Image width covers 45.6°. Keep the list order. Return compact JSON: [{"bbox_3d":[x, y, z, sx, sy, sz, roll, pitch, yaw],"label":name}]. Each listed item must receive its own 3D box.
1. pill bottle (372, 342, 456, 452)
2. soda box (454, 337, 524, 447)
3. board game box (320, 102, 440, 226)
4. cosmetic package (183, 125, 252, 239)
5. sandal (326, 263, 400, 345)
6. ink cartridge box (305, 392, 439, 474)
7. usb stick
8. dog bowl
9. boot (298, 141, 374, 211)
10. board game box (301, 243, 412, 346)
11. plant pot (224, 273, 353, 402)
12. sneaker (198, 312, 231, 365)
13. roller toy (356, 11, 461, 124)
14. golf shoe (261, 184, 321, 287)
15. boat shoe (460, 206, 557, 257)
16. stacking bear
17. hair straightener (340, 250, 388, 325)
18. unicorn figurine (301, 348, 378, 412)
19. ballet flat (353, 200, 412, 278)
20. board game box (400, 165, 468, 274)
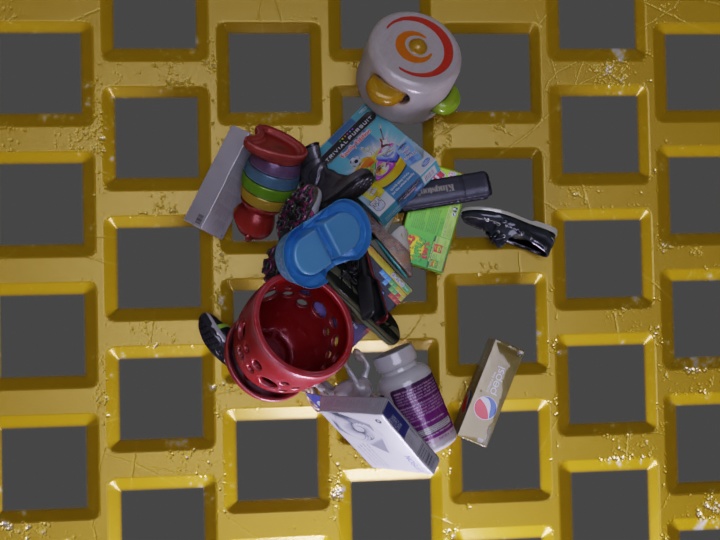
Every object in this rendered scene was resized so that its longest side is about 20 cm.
[{"bbox_3d":[0.098,0.245,1.633,0.112,0.112,0.201,-22,91,-5],"label":"pill bottle"},{"bbox_3d":[0.247,0.234,1.667,0.064,0.068,0.201,22,87,-3],"label":"soda box"},{"bbox_3d":[0.027,-0.204,1.626,0.151,0.047,0.200,-45,64,-4],"label":"board game box"},{"bbox_3d":[-0.254,-0.166,1.625,0.050,0.083,0.201,25,86,26],"label":"cosmetic package"},{"bbox_3d":[-0.007,0.069,1.596,0.057,0.080,0.201,-34,101,33],"label":"sandal"},{"bbox_3d":[0.014,0.296,1.553,0.200,0.199,0.041,52,51,-34],"label":"ink cartridge box"},{"bbox_3d":[0.152,-0.149,1.638,0.199,0.033,0.056,-9,85,-4],"label":"usb stick"},{"bbox_3d":[-0.068,-0.047,1.512,0.200,0.049,0.112,-37,108,-32],"label":"dog bowl"},{"bbox_3d":[-0.064,-0.180,1.580,0.070,0.200,0.132,-15,82,-42],"label":"boot"},{"bbox_3d":[-0.026,0.022,1.656,0.165,0.057,0.200,-44,92,-5],"label":"board game box"},{"bbox_3d":[-0.138,0.126,1.545,0.199,0.182,0.202,14,60,-26],"label":"plant pot"},{"bbox_3d":[-0.225,0.148,1.644,0.200,0.072,0.083,47,57,-1],"label":"sneaker"},{"bbox_3d":[0.089,-0.383,1.606,0.199,0.140,0.183,-8,68,-17],"label":"roller toy"},{"bbox_3d":[-0.111,-0.062,1.581,0.092,0.073,0.201,11,106,-43],"label":"golf shoe"},{"bbox_3d":[0.286,-0.071,1.675,0.198,0.074,0.067,16,76,-13],"label":"boat shoe"},{"bbox_3d":[-0.179,-0.150,1.599,0.113,0.122,0.201,22,117,0],"label":"stacking bear"},{"bbox_3d":[0.000,0.000,1.569,0.077,0.041,0.201,17,54,-42],"label":"hair straightener"},{"bbox_3d":[-0.021,0.223,1.624,0.199,0.074,0.138,-20,87,40],"label":"unicorn figurine"},{"bbox_3d":[0.048,-0.073,1.627,0.067,0.068,0.200,-43,68,-1],"label":"ballet flat"},{"bbox_3d":[0.137,-0.102,1.676,0.101,0.048,0.201,16,87,-3],"label":"board game box"}]
